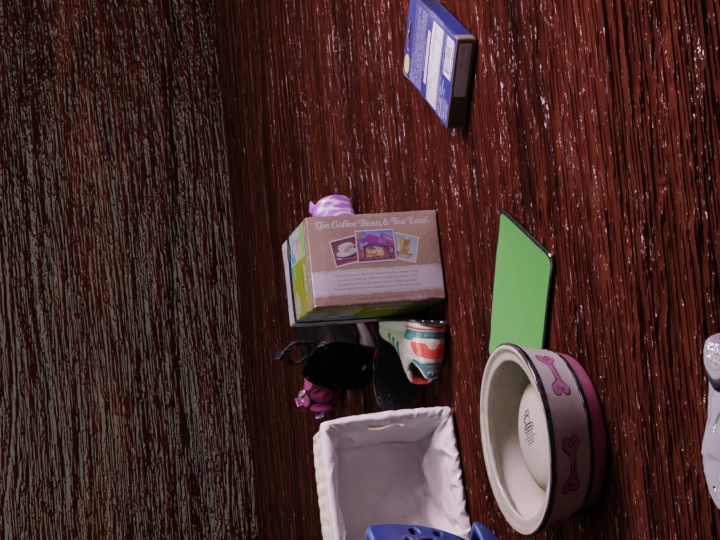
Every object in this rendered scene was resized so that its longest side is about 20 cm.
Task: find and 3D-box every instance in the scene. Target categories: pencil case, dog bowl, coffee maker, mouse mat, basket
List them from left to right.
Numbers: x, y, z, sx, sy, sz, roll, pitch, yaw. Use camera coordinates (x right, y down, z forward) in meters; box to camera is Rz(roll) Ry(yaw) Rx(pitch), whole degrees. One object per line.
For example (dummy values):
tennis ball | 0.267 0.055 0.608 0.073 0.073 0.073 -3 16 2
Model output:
pencil case | -0.075 0.193 2.222 0.092 0.092 0.202 -109 22 -45
coffee maker | -0.064 0.089 1.977 0.134 0.191 0.202 -39 42 17
pencil case | -0.033 -0.047 2.014 0.202 0.084 0.085 -108 18 -45
basket | 0.038 0.314 1.625 0.161 0.194 0.204 123 140 -73
mouse mat | 0.187 0.047 1.335 0.161 0.007 0.204 -123 31 -63
dog bowl | 0.195 0.177 1.208 0.200 0.072 0.204 176 90 -76

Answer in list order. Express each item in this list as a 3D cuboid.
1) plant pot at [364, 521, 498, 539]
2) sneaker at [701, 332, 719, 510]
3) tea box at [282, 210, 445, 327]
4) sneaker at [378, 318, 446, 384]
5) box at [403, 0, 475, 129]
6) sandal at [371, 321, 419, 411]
plant pot | 0.106 0.446 1.421 0.201 0.176 0.203 -115 25 -54
sneaker | 0.301 0.125 0.790 0.200 0.074 0.117 -122 30 -71
tea box | 0.000 0.000 1.668 0.197 0.196 0.136 138 126 -72
sneaker | 0.073 0.120 1.668 0.199 0.069 0.095 170 101 -73
box | 0.103 -0.288 1.517 0.201 0.032 0.123 -118 28 -55
sandal | 0.051 0.137 1.775 0.045 0.074 0.203 97 170 -59
